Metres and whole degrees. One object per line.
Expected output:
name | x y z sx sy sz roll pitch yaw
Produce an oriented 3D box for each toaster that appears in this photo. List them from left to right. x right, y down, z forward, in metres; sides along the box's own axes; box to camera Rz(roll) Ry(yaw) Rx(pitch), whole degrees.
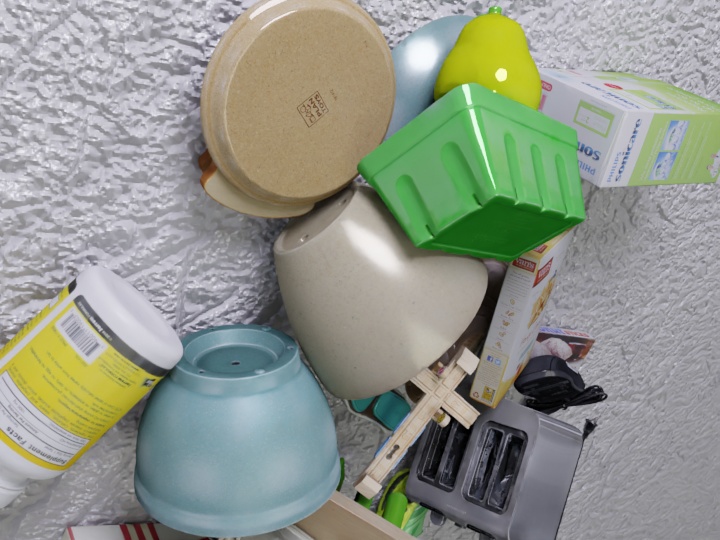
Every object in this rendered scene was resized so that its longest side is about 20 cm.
toaster | 0.176 0.249 0.987 0.118 0.180 0.201 28 78 -41

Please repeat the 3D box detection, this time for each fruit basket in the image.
fruit basket | 0.106 -0.126 0.702 0.215 0.216 0.155 19 140 -41

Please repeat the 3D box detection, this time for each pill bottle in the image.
pill bottle | -0.259 0.101 0.654 0.200 0.112 0.112 -44 134 -2

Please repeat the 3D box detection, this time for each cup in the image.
cup | 0.000 0.000 0.735 0.200 0.200 0.143 -41 112 -5

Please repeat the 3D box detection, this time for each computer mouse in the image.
computer mouse | 0.244 0.161 1.068 0.140 0.046 0.200 -24 149 30

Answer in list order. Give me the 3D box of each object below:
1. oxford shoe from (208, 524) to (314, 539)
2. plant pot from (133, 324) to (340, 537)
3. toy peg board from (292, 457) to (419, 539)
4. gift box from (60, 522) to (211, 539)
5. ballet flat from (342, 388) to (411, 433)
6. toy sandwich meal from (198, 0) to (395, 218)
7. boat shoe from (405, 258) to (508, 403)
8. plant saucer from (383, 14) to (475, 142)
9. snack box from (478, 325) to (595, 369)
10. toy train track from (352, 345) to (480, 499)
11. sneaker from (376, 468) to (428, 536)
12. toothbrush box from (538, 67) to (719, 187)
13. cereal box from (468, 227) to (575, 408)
oxford shoe | -0.126 0.287 0.836 0.075 0.200 0.058 -56 179 31
plant pot | -0.118 0.133 0.730 0.200 0.200 0.135 -11 112 -29
toy peg board | -0.049 0.313 0.914 0.200 0.098 0.200 31 118 0
gift box | -0.226 0.386 0.812 0.184 0.200 0.187 10 111 -44
ballet flat | 0.000 0.132 0.875 0.069 0.069 0.200 -41 145 -5
toy sandwich meal | -0.059 -0.143 0.668 0.204 0.070 0.206 -16 122 -27
boat shoe | 0.117 0.073 0.939 0.200 0.071 0.065 -57 168 0
plant saucer | 0.094 -0.153 0.783 0.200 0.039 0.202 -19 128 -25
snack box | 0.249 0.113 1.077 0.199 0.024 0.072 10 114 -39
toy train track | 0.065 0.171 0.854 0.115 0.033 0.200 40 86 -13
sneaker | 0.045 0.372 1.072 0.083 0.074 0.200 29 100 -39
toothbrush box | 0.290 -0.159 0.843 0.199 0.146 0.086 -7 123 -31
cereal box | 0.192 0.046 0.907 0.144 0.039 0.201 -34 142 -54
